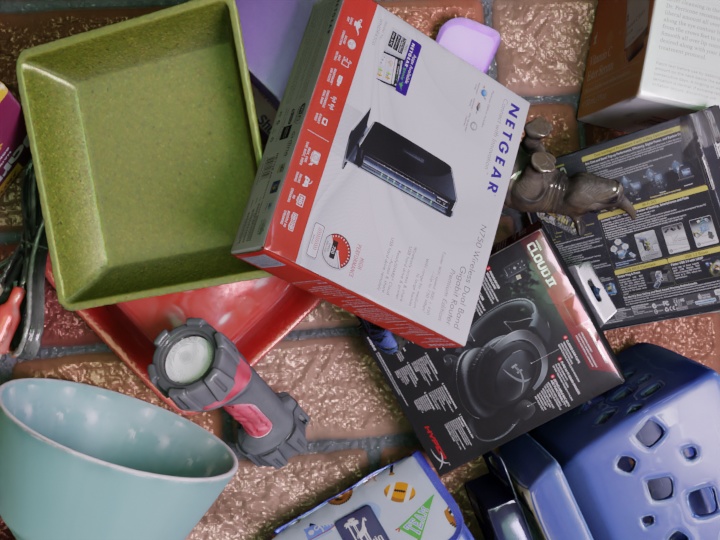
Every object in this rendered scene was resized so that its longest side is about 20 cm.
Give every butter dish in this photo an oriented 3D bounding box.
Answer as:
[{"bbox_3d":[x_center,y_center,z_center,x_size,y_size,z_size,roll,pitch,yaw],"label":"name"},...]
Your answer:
[{"bbox_3d":[-0.137,-0.006,1.017,0.199,0.148,0.200,-43,95,-8],"label":"butter dish"}]

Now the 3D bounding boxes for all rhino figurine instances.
[{"bbox_3d":[0.134,-0.082,1.014,0.199,0.088,0.060,20,60,-1],"label":"rhino figurine"}]

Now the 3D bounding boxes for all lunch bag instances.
[{"bbox_3d":[0.030,0.279,1.055,0.169,0.124,0.201,-28,80,-9],"label":"lunch bag"}]

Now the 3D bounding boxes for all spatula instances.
[{"bbox_3d":[0.068,-0.130,1.115,0.056,0.021,0.201,21,86,-10],"label":"spatula"}]

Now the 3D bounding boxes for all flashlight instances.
[{"bbox_3d":[-0.103,0.109,1.000,0.067,0.200,0.068,-2,61,16],"label":"flashlight"}]

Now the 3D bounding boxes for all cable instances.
[{"bbox_3d":[-0.284,-0.008,1.021,0.050,0.097,0.201,16,96,-48],"label":"cable"}]

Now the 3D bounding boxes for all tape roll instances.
[{"bbox_3d":[-0.052,-0.157,1.006,0.085,0.200,0.200,-44,96,-6],"label":"tape roll"}]

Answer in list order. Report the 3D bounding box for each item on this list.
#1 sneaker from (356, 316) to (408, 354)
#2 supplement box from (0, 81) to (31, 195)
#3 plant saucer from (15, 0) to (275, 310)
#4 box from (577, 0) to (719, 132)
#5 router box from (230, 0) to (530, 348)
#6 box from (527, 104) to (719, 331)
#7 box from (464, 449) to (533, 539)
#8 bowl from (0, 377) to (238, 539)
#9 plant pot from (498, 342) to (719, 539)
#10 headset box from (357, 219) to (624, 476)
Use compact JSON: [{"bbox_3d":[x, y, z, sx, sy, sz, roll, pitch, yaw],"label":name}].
[{"bbox_3d":[0.000,0.000,1.014,0.078,0.200,0.076,27,106,-29],"label":"sneaker"},{"bbox_3d":[-0.337,-0.101,0.957,0.103,0.200,0.131,36,84,-2],"label":"supplement box"},{"bbox_3d":[-0.149,-0.083,0.915,0.199,0.048,0.201,-9,92,25],"label":"plant saucer"},{"bbox_3d":[0.280,-0.227,1.084,0.106,0.152,0.201,11,86,-9],"label":"box"},{"bbox_3d":[0.020,-0.069,0.881,0.179,0.049,0.201,26,71,-30],"label":"router box"},{"bbox_3d":[0.237,-0.036,1.055,0.049,0.200,0.162,-21,93,-40],"label":"box"},{"bbox_3d":[0.136,0.251,1.068,0.032,0.121,0.201,-21,92,-4],"label":"box"},{"bbox_3d":[-0.207,0.171,0.985,0.200,0.201,0.106,18,96,-8],"label":"bowl"},{"bbox_3d":[0.232,0.196,1.052,0.179,0.200,0.201,-26,95,-2],"label":"plant pot"},{"bbox_3d":[0.121,0.061,1.063,0.199,0.077,0.149,-30,93,10],"label":"headset box"}]
